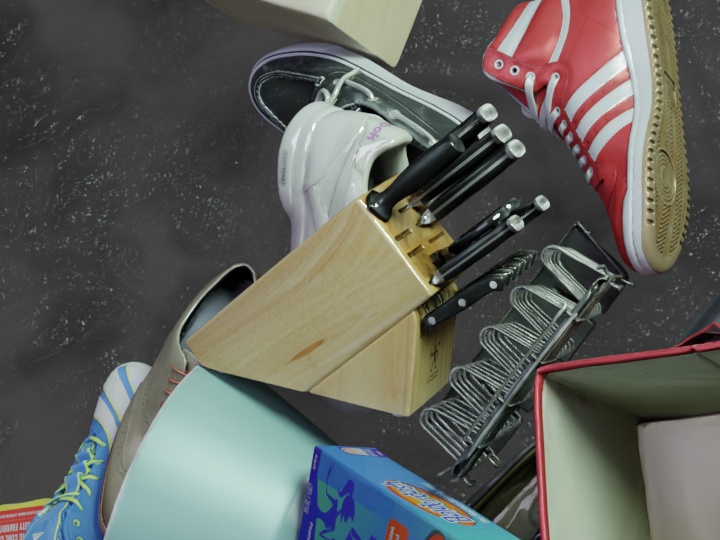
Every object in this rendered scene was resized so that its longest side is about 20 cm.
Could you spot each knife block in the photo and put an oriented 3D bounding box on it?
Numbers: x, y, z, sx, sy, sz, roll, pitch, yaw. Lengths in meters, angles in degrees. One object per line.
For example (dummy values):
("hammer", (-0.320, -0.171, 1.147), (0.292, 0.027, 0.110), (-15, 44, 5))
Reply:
("knife block", (0.003, -0.015, 0.957), (0.199, 0.064, 0.177), (12, 109, 23))

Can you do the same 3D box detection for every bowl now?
("bowl", (-0.070, 0.161, 1.018), (0.104, 0.201, 0.202), (17, 86, 14))

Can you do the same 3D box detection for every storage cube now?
("storage cube", (0.204, 0.137, 0.842), (0.170, 0.180, 0.201), (-11, 71, 29))

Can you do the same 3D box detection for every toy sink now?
("toy sink", (-0.053, -0.235, 1.146), (0.199, 0.112, 0.131), (20, 88, 29))

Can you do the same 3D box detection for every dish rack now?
("dish rack", (0.090, 0.046, 0.934), (0.054, 0.200, 0.154), (36, 97, 10))

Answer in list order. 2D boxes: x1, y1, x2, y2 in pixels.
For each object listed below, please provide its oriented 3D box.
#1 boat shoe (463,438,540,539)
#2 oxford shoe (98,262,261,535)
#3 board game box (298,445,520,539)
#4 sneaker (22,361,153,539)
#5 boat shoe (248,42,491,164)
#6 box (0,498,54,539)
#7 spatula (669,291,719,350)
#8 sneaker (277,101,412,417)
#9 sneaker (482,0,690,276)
("boat shoe", (0.068, 0.167, 0.959), (0.200, 0.065, 0.072), (-45, 42, -6))
("oxford shoe", (-0.118, 0.082, 1.086), (0.070, 0.074, 0.201), (20, 70, 6))
("board game box", (0.023, 0.191, 0.871), (0.200, 0.045, 0.153), (21, 102, 61))
("sneaker", (-0.171, 0.154, 1.115), (0.075, 0.105, 0.201), (-11, 72, 29))
("boat shoe", (-0.008, -0.093, 1.094), (0.199, 0.068, 0.074), (30, 123, 30))
("box", (-0.218, 0.261, 1.148), (0.075, 0.050, 0.201), (-10, 71, 30))
("spatula", (0.223, 0.001, 0.961), (0.056, 0.021, 0.200), (41, 100, 35))
("sneaker", (0.000, 0.000, 1.030), (0.099, 0.075, 0.201), (10, 114, 38))
("sneaker", (0.133, -0.084, 1.011), (0.112, 0.071, 0.201), (-11, 64, 25))
